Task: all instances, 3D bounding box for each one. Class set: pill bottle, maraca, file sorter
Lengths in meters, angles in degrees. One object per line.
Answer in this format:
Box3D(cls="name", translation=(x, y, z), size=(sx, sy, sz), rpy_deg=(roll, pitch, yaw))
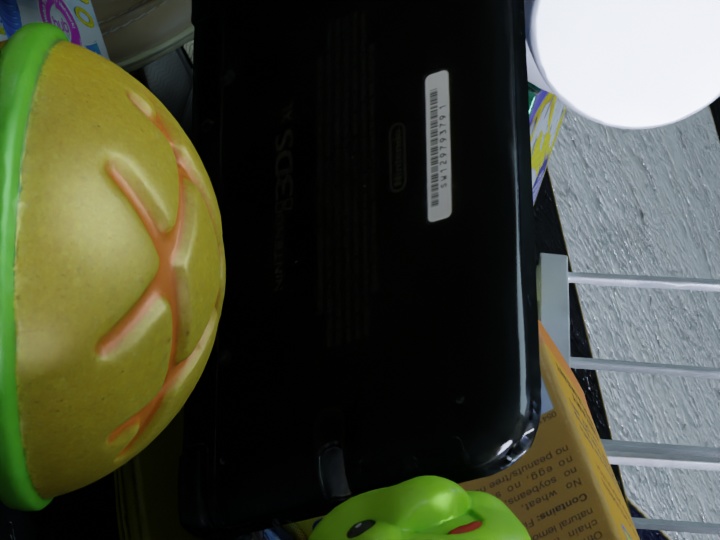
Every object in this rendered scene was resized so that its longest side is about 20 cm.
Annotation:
Box3D(cls="pill bottle", translation=(0.090, -0.131, 0.909), size=(0.111, 0.110, 0.200), rpy_deg=(59, 9, -27))
Box3D(cls="maraca", translation=(-0.091, 0.001, 0.701), size=(0.200, 0.106, 0.138), rpy_deg=(67, 28, -85))
Box3D(cls="file sorter", translation=(0.131, 0.118, 1.056), size=(0.139, 0.123, 0.201), rpy_deg=(-83, 177, -55))

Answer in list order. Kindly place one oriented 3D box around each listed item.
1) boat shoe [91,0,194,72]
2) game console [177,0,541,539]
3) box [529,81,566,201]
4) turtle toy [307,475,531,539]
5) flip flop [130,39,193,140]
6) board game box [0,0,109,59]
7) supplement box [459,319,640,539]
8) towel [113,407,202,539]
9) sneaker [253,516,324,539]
Box3D(cls="boat shoe", translation=(-0.050, -0.144, 0.847), size=(0.072, 0.200, 0.065), rpy_deg=(49, -11, 14))
Box3D(cls="game console", translation=(0.000, 0.000, 0.776), size=(0.116, 0.175, 0.201), rpy_deg=(34, 48, -50))
Box3D(cls="box", translation=(0.037, -0.005, 0.987), size=(0.117, 0.048, 0.201), rpy_deg=(-51, 162, -64))
Box3D(cls="turtle toy", translation=(-0.001, 0.143, 0.692), size=(0.145, 0.200, 0.101), rpy_deg=(-15, 58, -41))
Box3D(cls="flip flop", translation=(-0.050, -0.041, 0.938), size=(0.081, 0.057, 0.201), rpy_deg=(-52, 137, -27))
Box3D(cls="board game box", translation=(-0.165, -0.141, 0.718), size=(0.200, 0.056, 0.197), rpy_deg=(4, 67, -71))
Box3D(cls="supplement box", translation=(0.069, 0.111, 0.837), size=(0.067, 0.068, 0.201), rpy_deg=(55, 14, -45))
Box3D(cls="towel", translation=(-0.062, 0.096, 0.822), size=(0.086, 0.018, 0.201), rpy_deg=(50, 25, -54))
Box3D(cls="sneaker", translation=(-0.006, 0.121, 0.834), size=(0.082, 0.077, 0.201), rpy_deg=(83, -10, -56))
